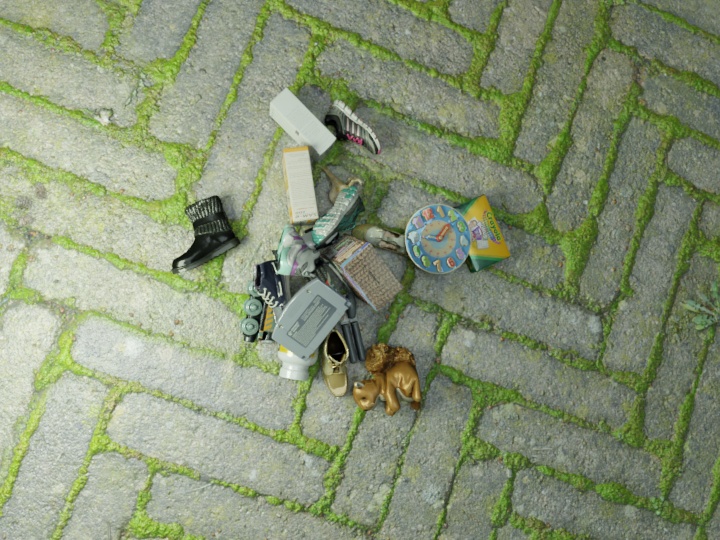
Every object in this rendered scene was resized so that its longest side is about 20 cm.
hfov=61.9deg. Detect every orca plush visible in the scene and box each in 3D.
[{"bbox_3d":[-0.145,-0.055,1.690,0.200,0.105,0.071,-34,131,-28],"label":"orca plush"}]

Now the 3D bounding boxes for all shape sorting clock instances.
[{"bbox_3d":[0.222,-0.090,1.709,0.199,0.039,0.201,1,84,-9],"label":"shape sorting clock"}]

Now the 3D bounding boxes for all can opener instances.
[{"bbox_3d":[-0.027,0.164,1.702,0.052,0.066,0.201,-12,93,-11],"label":"can opener"}]

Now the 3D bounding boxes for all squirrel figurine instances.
[{"bbox_3d":[0.067,0.306,1.687,0.185,0.142,0.201,-8,73,1],"label":"squirrel figurine"}]

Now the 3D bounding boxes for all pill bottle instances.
[{"bbox_3d":[-0.166,0.196,1.650,0.111,0.112,0.201,11,84,-8],"label":"pill bottle"}]

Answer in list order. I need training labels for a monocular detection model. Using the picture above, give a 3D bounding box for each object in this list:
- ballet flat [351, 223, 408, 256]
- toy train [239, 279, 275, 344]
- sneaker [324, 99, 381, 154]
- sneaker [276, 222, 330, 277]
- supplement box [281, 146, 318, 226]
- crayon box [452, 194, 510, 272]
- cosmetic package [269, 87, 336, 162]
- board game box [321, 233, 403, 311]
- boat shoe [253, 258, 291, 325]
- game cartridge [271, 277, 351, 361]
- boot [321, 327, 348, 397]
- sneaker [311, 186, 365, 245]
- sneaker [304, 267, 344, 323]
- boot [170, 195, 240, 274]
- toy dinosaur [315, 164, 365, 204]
[{"bbox_3d":[0.075,-0.091,1.730,0.199,0.071,0.071,17,84,-7],"label":"ballet flat"},{"bbox_3d":[-0.266,0.106,1.660,0.113,0.085,0.201,11,85,-18],"label":"toy train"},{"bbox_3d":[-0.027,-0.395,1.731,0.200,0.074,0.087,45,81,1],"label":"sneaker"},{"bbox_3d":[-0.148,-0.044,1.595,0.139,0.201,0.078,14,128,-14],"label":"sneaker"},{"bbox_3d":[-0.170,-0.229,1.670,0.073,0.126,0.201,-8,87,-10],"label":"supplement box"},{"bbox_3d":[0.347,-0.108,1.776,0.118,0.058,0.201,-24,90,-9],"label":"crayon box"},{"bbox_3d":[-0.164,-0.407,1.695,0.200,0.102,0.074,43,80,-3],"label":"cosmetic package"},{"bbox_3d":[0.000,0.000,1.625,0.097,0.200,0.160,-42,113,-9],"label":"board game box"},{"bbox_3d":[-0.235,0.069,1.587,0.092,0.074,0.201,-1,81,-43],"label":"boat shoe"},{"bbox_3d":[-0.134,0.123,1.559,0.133,0.042,0.200,38,96,-9],"label":"game cartridge"},{"bbox_3d":[-0.066,0.255,1.640,0.072,0.155,0.201,-6,88,-9],"label":"boot"},{"bbox_3d":[-0.052,-0.135,1.661,0.200,0.077,0.091,-51,128,-17],"label":"sneaker"},{"bbox_3d":[-0.098,0.066,1.674,0.070,0.094,0.200,-26,50,-10],"label":"sneaker"},{"bbox_3d":[-0.448,-0.097,1.639,0.211,0.079,0.158,-31,98,-20],"label":"boot"},{"bbox_3d":[-0.048,-0.235,1.724,0.101,0.058,0.201,-26,91,-8],"label":"toy dinosaur"}]
